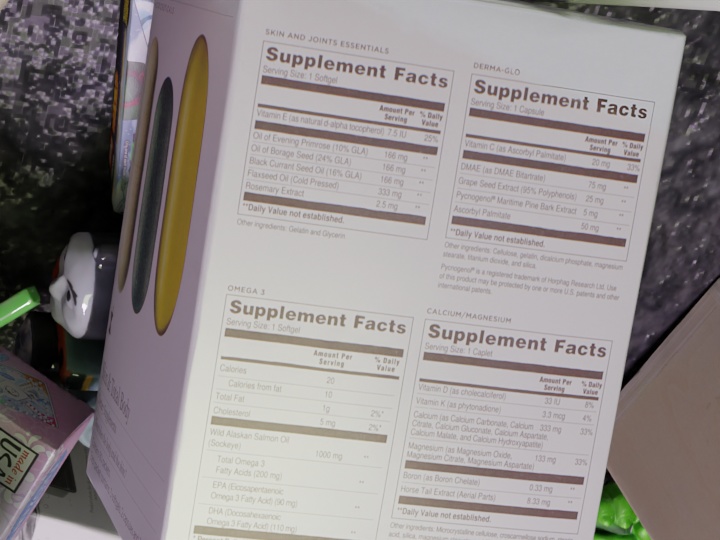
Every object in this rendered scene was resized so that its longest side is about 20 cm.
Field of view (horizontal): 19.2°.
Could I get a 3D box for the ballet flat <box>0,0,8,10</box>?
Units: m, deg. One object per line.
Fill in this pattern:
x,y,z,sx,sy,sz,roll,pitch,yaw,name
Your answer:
-0.194,-0.080,0.778,0.200,0.069,0.070,-37,128,-12,ballet flat

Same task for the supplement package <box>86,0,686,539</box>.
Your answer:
0.000,0.000,0.739,0.150,0.152,0.201,7,98,-17,supplement package

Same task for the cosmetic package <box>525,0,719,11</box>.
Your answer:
0.118,-0.198,0.758,0.112,0.081,0.201,3,124,-15,cosmetic package

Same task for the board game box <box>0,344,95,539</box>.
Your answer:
-0.236,0.077,0.847,0.199,0.043,0.200,34,116,1,board game box

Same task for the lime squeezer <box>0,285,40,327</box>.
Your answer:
-0.212,0.026,0.784,0.199,0.071,0.038,9,171,15,lime squeezer

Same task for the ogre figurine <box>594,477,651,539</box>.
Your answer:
0.164,0.192,1.048,0.200,0.098,0.120,27,105,-41,ogre figurine

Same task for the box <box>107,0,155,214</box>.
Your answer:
-0.022,-0.113,0.814,0.136,0.040,0.201,1,126,-12,box

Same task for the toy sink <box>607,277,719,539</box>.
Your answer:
0.205,0.117,0.927,0.130,0.200,0.112,31,106,-30,toy sink

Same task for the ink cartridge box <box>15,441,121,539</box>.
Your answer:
-0.181,0.122,0.935,0.199,0.067,0.116,20,119,-24,ink cartridge box

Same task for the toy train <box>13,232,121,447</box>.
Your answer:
-0.038,0.023,0.869,0.199,0.086,0.114,5,145,-19,toy train
